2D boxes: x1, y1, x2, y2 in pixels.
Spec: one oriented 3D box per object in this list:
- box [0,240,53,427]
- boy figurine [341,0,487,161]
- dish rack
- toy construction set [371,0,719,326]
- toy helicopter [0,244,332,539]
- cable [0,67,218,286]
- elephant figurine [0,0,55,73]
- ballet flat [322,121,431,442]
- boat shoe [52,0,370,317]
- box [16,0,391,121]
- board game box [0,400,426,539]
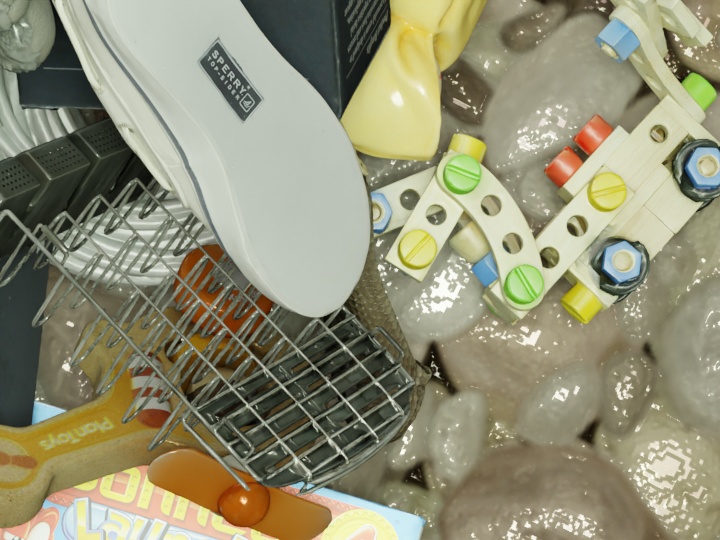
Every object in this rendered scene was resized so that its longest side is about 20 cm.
[{"bbox_3d":[-0.252,0.033,1.256,0.199,0.104,0.149,3,85,20],"label":"box"},{"bbox_3d":[0.048,-0.141,1.295,0.064,0.124,0.201,26,66,6],"label":"boy figurine"},{"bbox_3d":[-0.074,0.017,1.181,0.200,0.153,0.055,46,124,10],"label":"dish rack"},{"bbox_3d":[0.100,-0.054,1.319,0.131,0.092,0.200,42,96,2],"label":"toy construction set"},{"bbox_3d":[-0.095,0.076,1.224,0.199,0.079,0.132,-19,58,-41],"label":"toy helicopter"},{"bbox_3d":[-0.103,-0.091,1.320,0.199,0.069,0.201,-10,87,-4],"label":"cable"},{"bbox_3d":[-0.232,-0.120,1.099,0.199,0.155,0.142,-16,125,6],"label":"elephant figurine"},{"bbox_3d":[0.000,0.000,1.277,0.046,0.067,0.201,-17,126,-6],"label":"ballet flat"},{"bbox_3d":[-0.066,-0.062,1.140,0.072,0.066,0.200,-52,128,-19],"label":"boat shoe"},{"bbox_3d":[-0.072,-0.176,1.180,0.148,0.107,0.201,4,118,13],"label":"box"},{"bbox_3d":[-0.090,0.182,1.304,0.199,0.056,0.197,16,85,-1],"label":"board game box"}]
